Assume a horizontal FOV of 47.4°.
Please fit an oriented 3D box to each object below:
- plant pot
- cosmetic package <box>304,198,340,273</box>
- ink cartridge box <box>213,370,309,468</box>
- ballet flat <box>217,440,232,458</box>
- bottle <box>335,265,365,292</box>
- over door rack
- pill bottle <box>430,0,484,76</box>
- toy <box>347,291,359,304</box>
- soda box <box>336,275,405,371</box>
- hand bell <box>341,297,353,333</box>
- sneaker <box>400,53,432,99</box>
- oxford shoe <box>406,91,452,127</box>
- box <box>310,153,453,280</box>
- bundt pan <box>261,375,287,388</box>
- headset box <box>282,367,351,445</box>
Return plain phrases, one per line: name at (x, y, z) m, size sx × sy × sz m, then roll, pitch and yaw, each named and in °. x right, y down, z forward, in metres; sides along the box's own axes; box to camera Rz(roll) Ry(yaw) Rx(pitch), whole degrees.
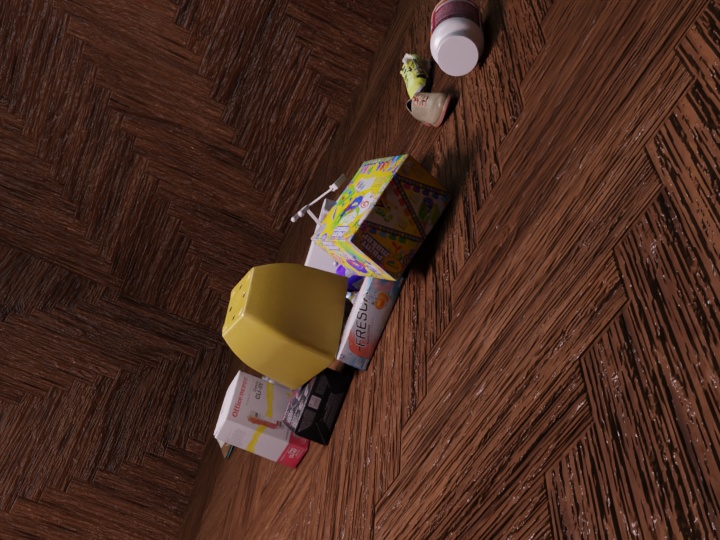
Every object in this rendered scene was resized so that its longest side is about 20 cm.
plant pot at (-0.165, 0.096, 1.669) m, size 0.194 × 0.198 × 0.197 m, roll -40°, pitch 33°, yaw 49°
cosmetic package at (-0.062, -0.048, 1.850) m, size 0.071 × 0.100 × 0.202 m, roll -88°, pitch 14°, yaw -64°
ink cartridge box at (-0.212, 0.334, 1.844) m, size 0.146 × 0.198 × 0.084 m, roll -80°, pitch 18°, yaw -48°
ballet flat at (-0.465, 0.574, 2.888) m, size 0.068 × 0.072 × 0.201 m, roll -90°, pitch 24°, yaw -61°
bottle at (0.000, 0.000, 1.750) m, size 0.199 × 0.065 × 0.084 m, roll -32°, pitch 31°, yaw 51°
over door rack at (-0.051, -0.094, 1.705) m, size 0.200 × 0.148 × 0.067 m, roll -31°, pitch 15°, yaw 53°
pill bottle at (0.202, -0.489, 1.712) m, size 0.201 × 0.112 × 0.113 m, roll -82°, pitch 19°, yaw -52°
toy at (-0.008, 0.023, 1.878) m, size 0.201 × 0.047 × 0.116 m, roll 123°, pitch 163°, yaw -45°
soda box at (0.016, 0.089, 1.602) m, size 0.068 × 0.063 × 0.202 m, roll -140°, pitch 72°, yaw -78°
hand bell at (-0.032, 0.133, 1.738) m, size 0.105 × 0.103 × 0.200 m, roll -65°, pitch 23°, yaw 10°
sneaker at (0.137, -0.493, 2.115) m, size 0.076 × 0.076 × 0.201 m, roll -57°, pitch 16°, yaw 34°
oxford shoe at (0.148, -0.362, 1.817) m, size 0.071 × 0.074 × 0.200 m, roll -67°, pitch 12°, yaw -3°
box at (0.035, -0.098, 1.530) m, size 0.194 × 0.122 × 0.200 m, roll -55°, pitch 21°, yaw -11°
bundt pan at (-0.246, 0.335, 2.324) m, size 0.202 × 0.075 × 0.204 m, roll -157°, pitch 90°, yaw -80°
headset box at (-0.098, 0.276, 1.744) m, size 0.200 × 0.074 × 0.150 m, roll 167°, pitch 126°, yaw -76°
